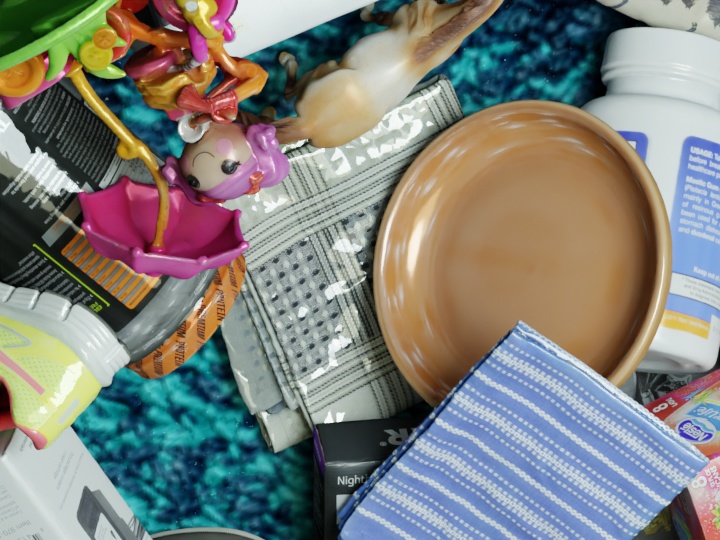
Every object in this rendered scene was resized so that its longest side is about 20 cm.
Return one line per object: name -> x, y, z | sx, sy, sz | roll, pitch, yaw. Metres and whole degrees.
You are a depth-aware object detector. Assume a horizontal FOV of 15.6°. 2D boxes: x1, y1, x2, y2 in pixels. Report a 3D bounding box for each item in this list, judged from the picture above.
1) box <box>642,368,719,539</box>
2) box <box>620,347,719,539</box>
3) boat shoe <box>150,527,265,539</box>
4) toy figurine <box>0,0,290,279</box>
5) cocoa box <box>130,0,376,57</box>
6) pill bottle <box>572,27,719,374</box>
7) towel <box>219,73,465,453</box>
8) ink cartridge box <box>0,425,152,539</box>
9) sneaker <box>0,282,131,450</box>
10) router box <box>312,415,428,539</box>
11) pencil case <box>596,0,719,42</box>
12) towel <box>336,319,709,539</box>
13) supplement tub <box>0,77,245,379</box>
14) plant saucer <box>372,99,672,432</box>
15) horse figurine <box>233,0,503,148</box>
box -> 0.252, 0.163, 1.612 | 0.099, 0.096, 0.201 | -25, 116, -4
box -> 0.215, 0.110, 1.729 | 0.158, 0.048, 0.201 | -32, 111, -9
boat shoe -> -0.057, 0.206, 1.611 | 0.199, 0.057, 0.067 | 10, 120, 7
toy figurine -> -0.106, -0.085, 1.407 | 0.199, 0.150, 0.185 | -21, 117, 19
cocoa box -> -0.053, -0.213, 1.510 | 0.199, 0.133, 0.132 | -24, 109, -11
pill bottle -> 0.180, -0.043, 1.629 | 0.111, 0.112, 0.201 | 14, 79, -21
towel -> 0.000, 0.000, 1.636 | 0.199, 0.035, 0.194 | -24, 110, -11
ink cartridge box -> -0.203, 0.188, 1.557 | 0.145, 0.084, 0.201 | -24, 114, 21
sneaker -> -0.228, 0.049, 1.485 | 0.078, 0.199, 0.091 | 50, 61, -44
router box -> 0.071, 0.163, 1.656 | 0.199, 0.051, 0.150 | -4, 121, -8
pencil case -> 0.217, -0.187, 1.639 | 0.199, 0.078, 0.090 | 19, 112, -22
towel -> 0.091, 0.134, 1.553 | 0.144, 0.024, 0.200 | 35, 124, -7
supplement tub -> -0.169, -0.033, 1.522 | 0.200, 0.123, 0.123 | 41, 88, -23
plant saucer -> 0.100, -0.001, 1.575 | 0.037, 0.200, 0.201 | 14, 101, -57
horse figurine -> 0.002, -0.122, 1.553 | 0.200, 0.133, 0.050 | -35, 113, -7
